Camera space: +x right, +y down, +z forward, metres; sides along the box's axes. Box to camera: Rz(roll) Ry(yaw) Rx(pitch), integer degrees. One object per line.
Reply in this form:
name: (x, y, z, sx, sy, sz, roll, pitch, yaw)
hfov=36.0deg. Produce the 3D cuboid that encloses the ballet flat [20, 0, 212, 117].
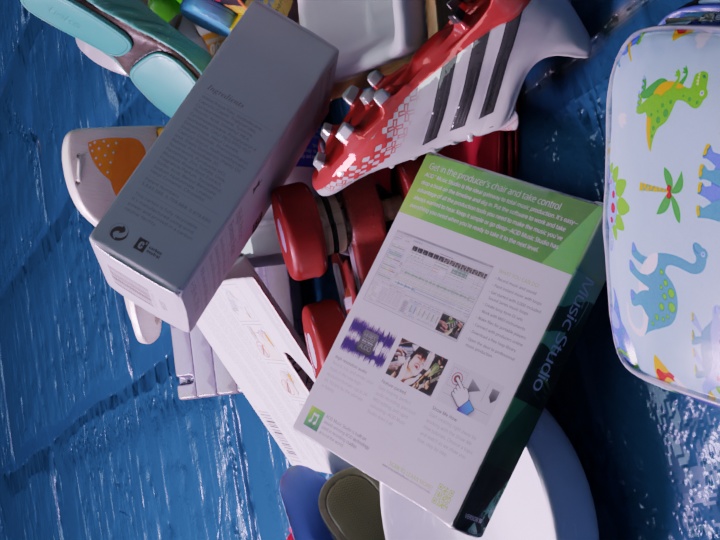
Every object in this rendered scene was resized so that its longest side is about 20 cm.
ballet flat: (-0.162, -0.180, 0.843, 0.067, 0.200, 0.071, -14, 49, 46)

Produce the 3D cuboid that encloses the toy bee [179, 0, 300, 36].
toy bee: (-0.095, -0.204, 0.810, 0.109, 0.199, 0.131, 20, 106, 56)

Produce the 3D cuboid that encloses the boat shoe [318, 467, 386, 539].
boat shoe: (0.039, 0.238, 0.819, 0.200, 0.075, 0.068, 60, 175, 21)

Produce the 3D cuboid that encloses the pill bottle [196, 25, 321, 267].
pill bottle: (-0.087, -0.107, 0.945, 0.112, 0.112, 0.201, -18, 77, 60)

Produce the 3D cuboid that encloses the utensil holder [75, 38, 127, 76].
utensil holder: (-0.182, -0.300, 1.033, 0.170, 0.169, 0.200, 55, 141, 42)

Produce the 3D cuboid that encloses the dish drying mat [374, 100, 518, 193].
dish drying mat: (0.048, -0.091, 0.800, 0.200, 0.018, 0.077, 15, 108, 60)

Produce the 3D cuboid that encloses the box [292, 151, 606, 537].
box: (0.056, 0.037, 0.667, 0.144, 0.036, 0.200, 24, 87, 44)

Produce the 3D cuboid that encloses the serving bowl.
serving bowl: (0.089, 0.159, 0.714, 0.200, 0.066, 0.201, 16, 108, 59)

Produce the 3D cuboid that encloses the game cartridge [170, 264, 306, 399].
game cartridge: (-0.117, 0.013, 1.024, 0.038, 0.129, 0.201, 10, -107, -76)

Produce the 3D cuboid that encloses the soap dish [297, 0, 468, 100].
soap dish: (0.019, -0.228, 0.767, 0.157, 0.081, 0.201, -4, 91, 61)

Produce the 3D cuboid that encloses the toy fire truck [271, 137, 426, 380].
toy fire truck: (0.000, 0.000, 0.809, 0.168, 0.112, 0.201, -178, 74, -80)

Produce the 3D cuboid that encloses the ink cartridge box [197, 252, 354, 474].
ink cartridge box: (-0.057, 0.077, 0.895, 0.200, 0.044, 0.173, 58, 152, -14)

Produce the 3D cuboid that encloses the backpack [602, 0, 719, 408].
backpack: (0.193, -0.018, 0.417, 0.200, 0.147, 0.184, 14, 109, 57)

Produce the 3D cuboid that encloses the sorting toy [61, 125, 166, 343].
sorting toy: (-0.197, -0.031, 0.965, 0.200, 0.106, 0.181, -162, 67, -75)

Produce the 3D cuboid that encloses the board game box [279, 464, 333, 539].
board game box: (-0.023, 0.247, 0.848, 0.039, 0.158, 0.200, -31, 56, 11)

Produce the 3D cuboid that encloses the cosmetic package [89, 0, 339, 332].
cosmetic package: (-0.093, -0.068, 0.742, 0.200, 0.074, 0.102, -58, -4, -17)

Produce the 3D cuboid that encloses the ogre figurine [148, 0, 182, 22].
ogre figurine: (-0.154, -0.259, 0.883, 0.098, 0.120, 0.200, 33, 90, 35)

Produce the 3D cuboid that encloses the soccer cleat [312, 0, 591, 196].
soccer cleat: (0.050, -0.100, 0.675, 0.200, 0.085, 0.069, -42, 23, 27)
